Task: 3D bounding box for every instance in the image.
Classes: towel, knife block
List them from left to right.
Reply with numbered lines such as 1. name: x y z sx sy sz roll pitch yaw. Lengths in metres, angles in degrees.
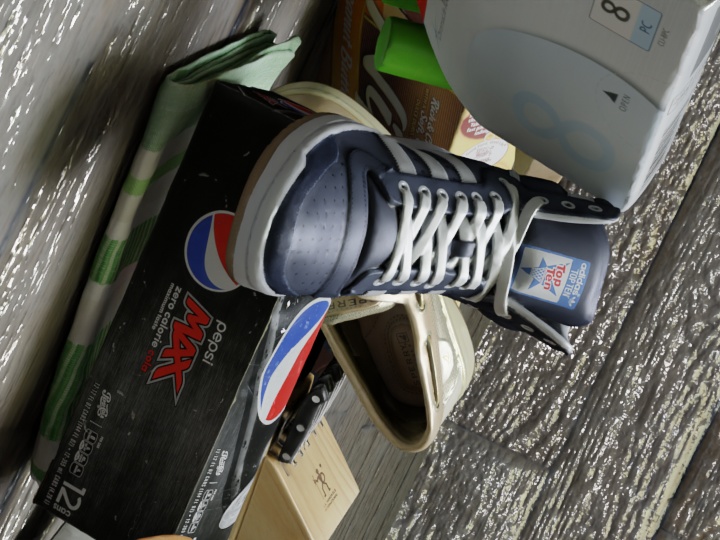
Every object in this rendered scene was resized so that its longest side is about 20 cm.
1. towel: -0.089 -0.007 0.986 0.201 0.023 0.153 -67 171 20
2. knife block: -0.085 0.075 1.189 0.199 0.176 0.064 -16 -160 31

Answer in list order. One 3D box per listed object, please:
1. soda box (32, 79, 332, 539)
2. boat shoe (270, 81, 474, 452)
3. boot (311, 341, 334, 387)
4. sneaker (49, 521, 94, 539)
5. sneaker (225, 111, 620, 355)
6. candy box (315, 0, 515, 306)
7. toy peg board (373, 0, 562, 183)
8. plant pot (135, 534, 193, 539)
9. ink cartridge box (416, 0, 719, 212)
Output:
1. soda box: -0.061 0.025 0.932 0.201 0.070 0.063 -66 161 9
2. boat shoe: 0.000 0.000 1.099 0.201 0.072 0.065 66 29 -26
3. boot: -0.058 0.071 1.337 0.097 0.075 0.200 -48 177 21
4. sneaker: -0.095 0.125 1.060 0.200 0.084 0.073 -54 180 -21
5. sneaker: 0.033 -0.011 0.859 0.200 0.108 0.070 -8 119 -65
6. candy box: 0.022 -0.062 1.175 0.055 0.116 0.201 -15 143 -32
7. toy peg board: 0.079 -0.177 0.976 0.199 0.097 0.201 121 -22 -55
8. plant pot: -0.110 0.220 0.863 0.199 0.140 0.200 -32 160 -13
9. ink cartridge box: 0.043 -0.122 0.853 0.047 0.199 0.160 -55 169 -22
